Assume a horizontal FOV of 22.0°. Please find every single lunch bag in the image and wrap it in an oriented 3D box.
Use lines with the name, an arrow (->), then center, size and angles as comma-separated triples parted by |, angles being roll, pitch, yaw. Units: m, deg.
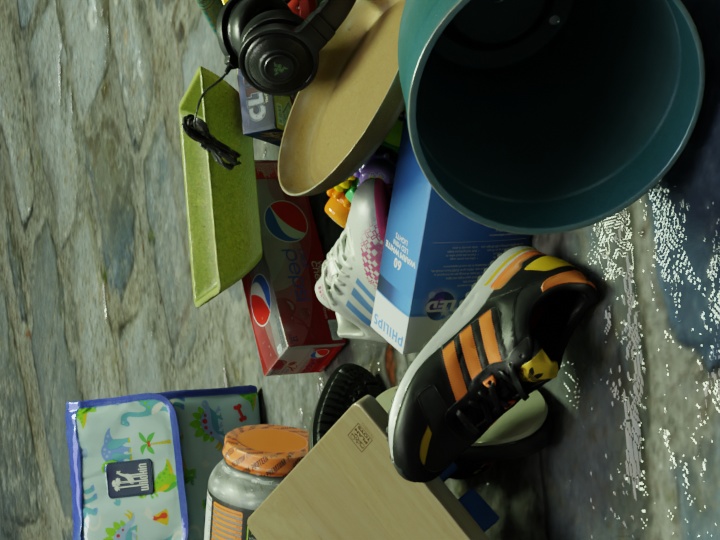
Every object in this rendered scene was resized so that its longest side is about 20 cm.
lunch bag -> -0.199, 0.209, 1.879 | 0.127, 0.199, 0.171 | -24, 70, 61

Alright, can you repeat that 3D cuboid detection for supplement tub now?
supplement tub -> -0.088, 0.255, 1.751 | 0.122, 0.122, 0.201 | 30, 117, 58

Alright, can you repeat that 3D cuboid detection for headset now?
headset -> -0.070, -0.180, 1.540 | 0.200, 0.094, 0.124 | -45, 30, 2

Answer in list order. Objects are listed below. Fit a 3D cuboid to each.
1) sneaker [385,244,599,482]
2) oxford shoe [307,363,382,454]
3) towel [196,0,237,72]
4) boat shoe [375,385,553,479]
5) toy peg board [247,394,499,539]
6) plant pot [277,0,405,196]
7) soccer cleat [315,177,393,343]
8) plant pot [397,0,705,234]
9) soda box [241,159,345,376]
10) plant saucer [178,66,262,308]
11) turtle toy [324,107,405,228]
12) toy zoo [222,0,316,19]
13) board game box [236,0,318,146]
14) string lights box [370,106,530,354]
sneaker -> 0.098, 0.073, 1.354 | 0.090, 0.070, 0.201 | 22, 73, 52
oxford shoe -> -0.026, 0.176, 1.631 | 0.084, 0.072, 0.201 | -45, 28, 54
towel -> -0.120, -0.291, 1.691 | 0.200, 0.022, 0.147 | 63, -139, -55
boat shoe -> 0.086, 0.128, 1.477 | 0.201, 0.074, 0.063 | -7, 125, 52
toy peg board -> 0.041, 0.212, 1.478 | 0.200, 0.098, 0.199 | 50, 134, 10
plant pot -> -0.001, -0.143, 1.444 | 0.200, 0.027, 0.201 | -50, 24, 32
soccer cleat -> 0.000, 0.000, 1.517 | 0.200, 0.086, 0.070 | 76, -168, -54
plant pot -> 0.111, -0.158, 1.274 | 0.188, 0.199, 0.201 | -110, 29, -57
soda box -> -0.075, -0.004, 1.769 | 0.070, 0.063, 0.201 | 130, 132, -54
plant saucer -> -0.128, -0.073, 1.707 | 0.200, 0.048, 0.202 | 155, 111, -78
turtle toy -> 0.022, -0.107, 1.530 | 0.200, 0.100, 0.147 | -41, 57, 54
toy zoo -> -0.046, -0.258, 1.598 | 0.199, 0.020, 0.132 | -8, 83, 19
board game box -> -0.074, -0.215, 1.688 | 0.034, 0.135, 0.202 | -8, 83, 21
string lights box -> 0.078, -0.040, 1.428 | 0.059, 0.102, 0.201 | 39, 126, 53
